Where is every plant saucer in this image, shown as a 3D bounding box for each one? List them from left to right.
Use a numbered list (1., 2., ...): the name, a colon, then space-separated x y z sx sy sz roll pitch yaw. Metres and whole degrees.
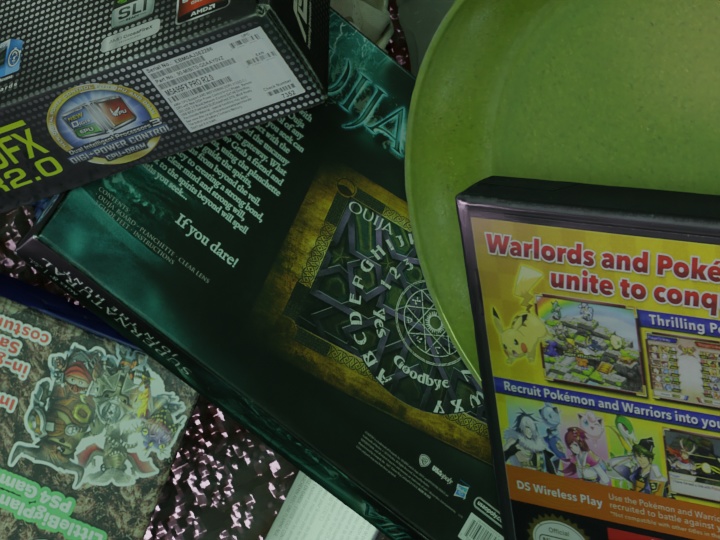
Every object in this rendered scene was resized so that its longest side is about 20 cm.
1. plant saucer: 0.101 -0.014 0.672 0.199 0.031 0.201 20 123 34

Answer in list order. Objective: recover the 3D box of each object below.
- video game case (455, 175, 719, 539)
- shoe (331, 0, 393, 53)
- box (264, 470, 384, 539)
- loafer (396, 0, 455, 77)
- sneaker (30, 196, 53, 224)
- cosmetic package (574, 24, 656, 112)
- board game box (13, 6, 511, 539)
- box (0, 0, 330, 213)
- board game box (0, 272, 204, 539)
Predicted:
1. video game case: 0.124 0.067 0.652 0.199 0.025 0.182 8 115 40
2. shoe: -0.014 -0.120 0.828 0.053 0.070 0.201 -1 86 15
3. box: -0.006 0.090 0.840 0.041 0.039 0.201 26 94 9
4. loafer: 0.055 -0.097 0.829 0.072 0.063 0.201 1 85 44
5. sneaker: -0.110 -0.077 0.835 0.078 0.075 0.201 -28 89 8
6. cosmetic package: 0.092 -0.152 0.755 0.107 0.085 0.201 -7 84 -33
7. board game box: 0.000 0.000 0.740 0.200 0.028 0.136 39 66 -13
8. box: -0.106 -0.096 0.725 0.199 0.044 0.161 -17 47 20
9. board game box: -0.148 0.105 0.787 0.096 0.159 0.201 22 88 -14
